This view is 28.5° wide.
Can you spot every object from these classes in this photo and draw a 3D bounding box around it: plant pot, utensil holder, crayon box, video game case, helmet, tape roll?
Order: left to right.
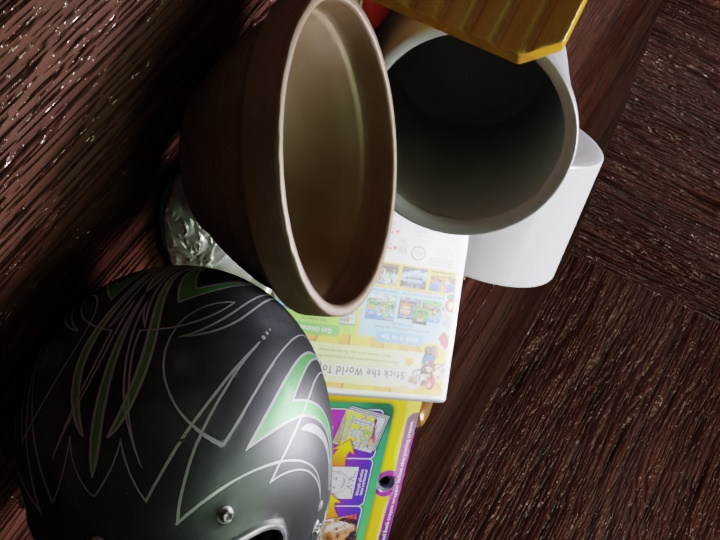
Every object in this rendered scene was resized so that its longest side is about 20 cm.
[{"bbox_3d":[-0.109,0.095,0.835,0.201,0.199,0.191,-60,152,-18],"label":"helmet"},{"bbox_3d":[-0.051,-0.073,0.890,0.201,0.092,0.203,1,90,-68],"label":"plant pot"},{"bbox_3d":[-0.048,0.175,1.257,0.058,0.171,0.202,41,-58,59],"label":"crayon box"},{"bbox_3d":[0.002,0.010,1.139,0.199,0.023,0.184,8,90,-38],"label":"video game case"},{"bbox_3d":[0.085,-0.149,1.131,0.200,0.169,0.171,-81,-172,-61],"label":"utensil holder"},{"bbox_3d":[0.131,-0.092,1.450,0.203,0.202,0.140,-38,152,-64],"label":"tape roll"}]

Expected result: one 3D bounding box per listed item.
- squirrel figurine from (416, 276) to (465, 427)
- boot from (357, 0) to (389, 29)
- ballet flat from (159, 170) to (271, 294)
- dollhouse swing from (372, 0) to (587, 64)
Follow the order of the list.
[{"bbox_3d":[0.025,0.035,1.471,0.201,0.141,0.187,-58,155,-32],"label":"squirrel figurine"},{"bbox_3d":[0.080,-0.249,1.054,0.201,0.144,0.072,-62,169,-7],"label":"boot"},{"bbox_3d":[-0.092,-0.008,0.993,0.072,0.071,0.200,-59,166,-22],"label":"ballet flat"},{"bbox_3d":[0.093,-0.274,0.925,0.176,0.199,0.182,-58,166,-26],"label":"dollhouse swing"}]
